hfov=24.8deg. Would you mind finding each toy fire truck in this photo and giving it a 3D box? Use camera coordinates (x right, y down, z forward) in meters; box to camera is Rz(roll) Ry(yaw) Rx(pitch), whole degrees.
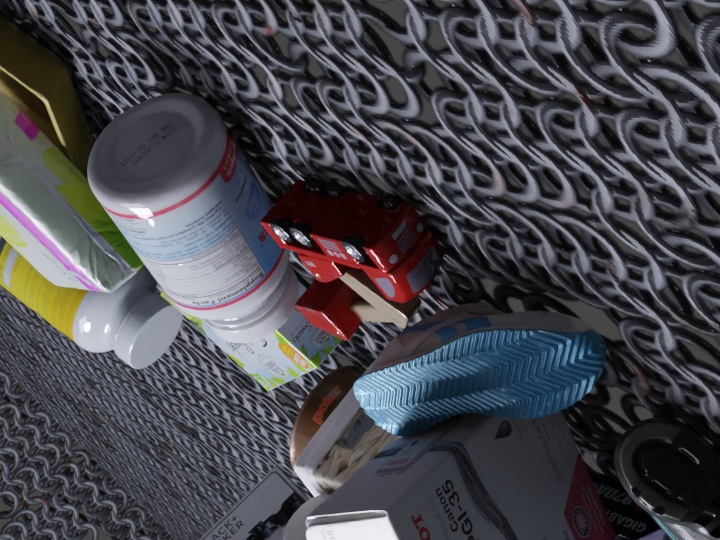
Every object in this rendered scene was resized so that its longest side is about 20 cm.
[{"bbox_3d":[0.000,0.000,1.183,0.200,0.049,0.141,15,150,53],"label":"toy fire truck"}]

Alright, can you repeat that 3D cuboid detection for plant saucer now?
[{"bbox_3d":[-0.312,-0.169,1.436,0.200,0.048,0.200,36,161,15],"label":"plant saucer"}]

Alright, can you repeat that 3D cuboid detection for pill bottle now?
[{"bbox_3d":[-0.119,-0.033,1.255,0.109,0.109,0.200,27,159,37],"label":"pill bottle"},{"bbox_3d":[-0.286,0.016,1.719,0.200,0.112,0.112,35,162,21],"label":"pill bottle"}]

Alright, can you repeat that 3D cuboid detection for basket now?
[{"bbox_3d":[0.067,0.186,1.349,0.123,0.136,0.200,12,146,54],"label":"basket"}]

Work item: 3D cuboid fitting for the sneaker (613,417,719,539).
[{"bbox_3d":[0.250,0.170,1.061,0.200,0.075,0.079,45,177,10],"label":"sneaker"}]

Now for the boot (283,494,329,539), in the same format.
[{"bbox_3d":[0.014,0.230,1.247,0.090,0.073,0.200,47,170,-18],"label":"boot"}]

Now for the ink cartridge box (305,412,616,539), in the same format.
[{"bbox_3d":[0.074,0.181,1.135,0.083,0.200,0.147,-14,106,44],"label":"ink cartridge box"}]

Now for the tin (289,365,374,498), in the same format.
[{"bbox_3d":[-0.002,0.168,1.488,0.042,0.112,0.200,28,159,34],"label":"tin"}]

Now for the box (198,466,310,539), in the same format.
[{"bbox_3d":[-0.052,0.272,1.416,0.200,0.117,0.060,40,170,48],"label":"box"}]

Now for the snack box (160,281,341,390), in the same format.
[{"bbox_3d":[-0.099,0.036,1.471,0.142,0.053,0.200,41,163,-5],"label":"snack box"}]

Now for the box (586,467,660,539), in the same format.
[{"bbox_3d":[0.216,0.232,1.290,0.159,0.046,0.200,17,151,50],"label":"box"}]

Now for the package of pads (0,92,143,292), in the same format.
[{"bbox_3d":[-0.292,-0.066,1.447,0.200,0.068,0.154,49,161,-21],"label":"package of pads"}]

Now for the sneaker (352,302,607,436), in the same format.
[{"bbox_3d":[0.084,0.054,1.102,0.200,0.081,0.077,-13,118,44],"label":"sneaker"}]

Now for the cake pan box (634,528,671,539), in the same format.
[{"bbox_3d":[0.244,0.277,1.205,0.200,0.052,0.184,35,146,-13],"label":"cake pan box"}]
